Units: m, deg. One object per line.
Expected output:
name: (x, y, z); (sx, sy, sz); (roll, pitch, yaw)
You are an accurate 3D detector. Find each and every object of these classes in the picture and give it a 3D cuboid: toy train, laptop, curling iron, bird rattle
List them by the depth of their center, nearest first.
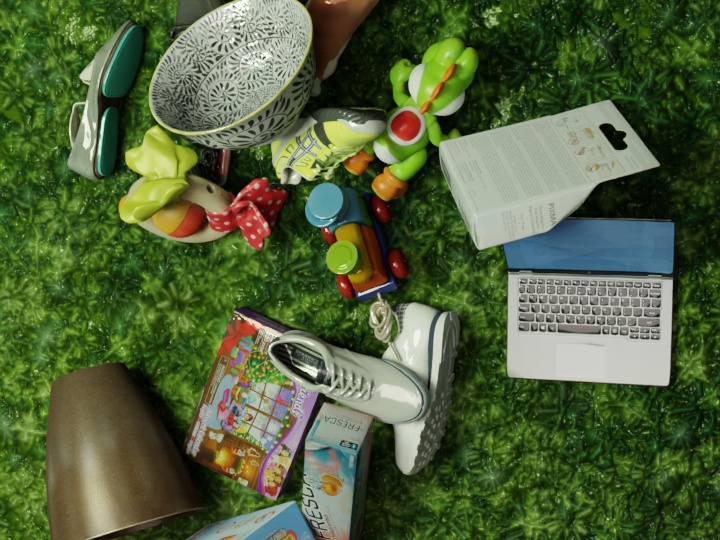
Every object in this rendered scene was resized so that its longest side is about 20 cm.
laptop: (0.247, 0.037, 1.321); (0.186, 0.116, 0.201); (2, 98, 15)
toy train: (0.000, 0.000, 1.357); (0.084, 0.116, 0.201); (-22, 72, 17)
bird rattle: (-0.195, -0.082, 1.418); (0.163, 0.199, 0.113); (-23, 58, 48)
curling iron: (-0.166, -0.194, 1.441); (0.049, 0.026, 0.201); (14, 101, 9)

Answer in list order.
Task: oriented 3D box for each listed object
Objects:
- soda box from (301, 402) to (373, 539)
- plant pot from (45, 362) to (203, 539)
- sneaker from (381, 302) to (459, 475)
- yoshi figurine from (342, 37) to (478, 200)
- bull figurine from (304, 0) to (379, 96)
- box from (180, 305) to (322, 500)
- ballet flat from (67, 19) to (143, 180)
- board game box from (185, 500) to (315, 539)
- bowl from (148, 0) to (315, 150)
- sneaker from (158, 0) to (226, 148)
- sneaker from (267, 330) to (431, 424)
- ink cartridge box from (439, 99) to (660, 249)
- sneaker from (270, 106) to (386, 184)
soda box: (-0.029, 0.253, 1.406); (0.063, 0.069, 0.201); (14, 129, 12)
plant pot: (-0.308, 0.222, 1.475); (0.186, 0.187, 0.201); (-21, 78, 16)
sneaker: (0.062, 0.138, 1.413); (0.080, 0.076, 0.201); (11, 94, 22)
yoshi figurine: (0.070, -0.182, 1.363); (0.200, 0.112, 0.112); (-51, 43, 29)
bull figurine: (-0.046, -0.295, 1.375); (0.121, 0.065, 0.200); (43, 107, 3)
box: (-0.124, 0.162, 1.475); (0.136, 0.039, 0.201); (23, 103, 10)
ballet flat: (-0.318, -0.210, 1.460); (0.063, 0.067, 0.201); (19, 102, 18)
board game box: (-0.184, 0.354, 1.399); (0.195, 0.200, 0.056); (-25, 93, 46)
bowl: (-0.123, -0.198, 1.322); (0.200, 0.094, 0.202); (-15, 49, 18)
sneaker: (-0.193, -0.246, 1.400); (0.075, 0.079, 0.201); (-7, 85, 30)
sneaker: (-0.019, 0.126, 1.373); (0.199, 0.071, 0.073); (19, 100, 19)
ink cartridge box: (0.197, -0.106, 1.285); (0.199, 0.163, 0.057); (-11, 125, -4)
sneaker: (-0.034, -0.141, 1.352); (0.200, 0.075, 0.077); (-4, 89, 58)
